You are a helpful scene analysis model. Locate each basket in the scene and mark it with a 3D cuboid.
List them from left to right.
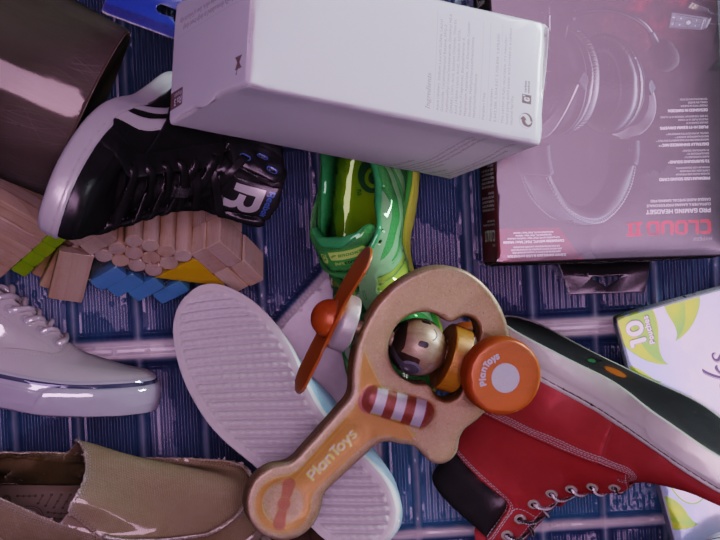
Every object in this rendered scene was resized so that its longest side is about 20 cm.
[{"bbox_3d":[-0.251,-0.137,1.589,0.200,0.180,0.136,25,109,-3],"label":"basket"}]

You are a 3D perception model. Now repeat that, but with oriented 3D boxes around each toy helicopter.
[{"bbox_3d":[0.001,0.076,1.581,0.200,0.079,0.132,-45,106,-6],"label":"toy helicopter"}]

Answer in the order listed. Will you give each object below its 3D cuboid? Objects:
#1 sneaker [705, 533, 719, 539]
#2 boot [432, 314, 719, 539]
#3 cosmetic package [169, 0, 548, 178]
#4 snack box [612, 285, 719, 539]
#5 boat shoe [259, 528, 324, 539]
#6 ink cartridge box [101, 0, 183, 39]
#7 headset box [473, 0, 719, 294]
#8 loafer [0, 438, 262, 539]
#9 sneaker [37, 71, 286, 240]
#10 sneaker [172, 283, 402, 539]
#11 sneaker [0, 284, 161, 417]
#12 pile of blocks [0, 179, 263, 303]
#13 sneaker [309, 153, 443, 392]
[{"bbox_3d":[0.172,0.238,1.646,0.073,0.071,0.200,44,112,12],"label":"sneaker"},{"bbox_3d":[0.145,0.134,1.649,0.200,0.072,0.145,27,105,24],"label":"boot"},{"bbox_3d":[-0.002,-0.117,1.567,0.199,0.113,0.081,12,75,-29],"label":"cosmetic package"},{"bbox_3d":[0.254,0.107,1.690,0.142,0.053,0.201,-15,92,4],"label":"snack box"},{"bbox_3d":[-0.035,0.257,1.666,0.075,0.075,0.203,-15,107,-33],"label":"boat shoe"},{"bbox_3d":[-0.087,-0.232,1.629,0.099,0.039,0.201,19,65,-14],"label":"ink cartridge box"},{"bbox_3d":[0.151,-0.085,1.674,0.148,0.077,0.201,-1,89,-5],"label":"headset box"},{"bbox_3d":[-0.153,0.145,1.621,0.199,0.076,0.068,-5,135,4],"label":"loafer"},{"bbox_3d":[-0.106,-0.057,1.590,0.112,0.200,0.073,26,119,9],"label":"sneaker"},{"bbox_3d":[-0.047,0.097,1.663,0.074,0.082,0.200,-35,81,2],"label":"sneaker"},{"bbox_3d":[-0.220,0.046,1.647,0.199,0.073,0.071,10,97,-3],"label":"sneaker"},{"bbox_3d":[-0.160,-0.027,1.667,0.199,0.082,0.062,11,47,-13],"label":"pile of blocks"},{"bbox_3d":[0.000,0.000,1.653,0.074,0.083,0.201,-11,84,33],"label":"sneaker"}]
